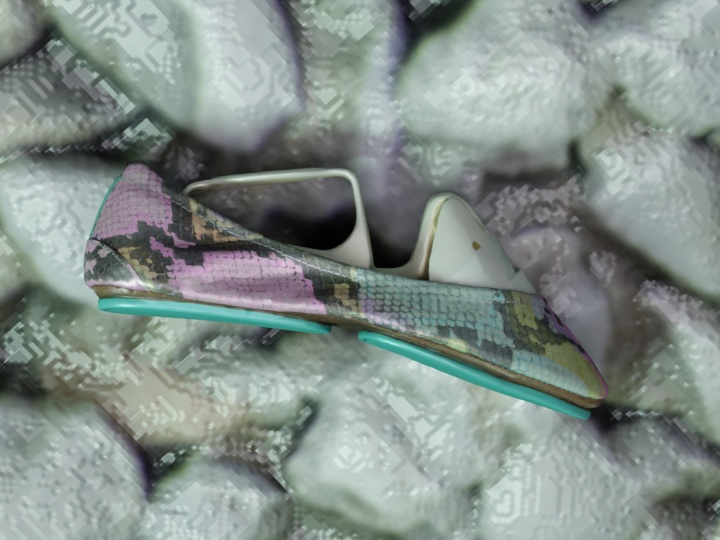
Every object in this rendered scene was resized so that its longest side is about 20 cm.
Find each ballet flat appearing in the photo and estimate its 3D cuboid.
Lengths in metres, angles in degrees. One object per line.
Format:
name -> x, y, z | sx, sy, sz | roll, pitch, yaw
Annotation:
ballet flat -> 0.000, 0.000, 1.095 | 0.200, 0.069, 0.071 | 13, 87, -3
